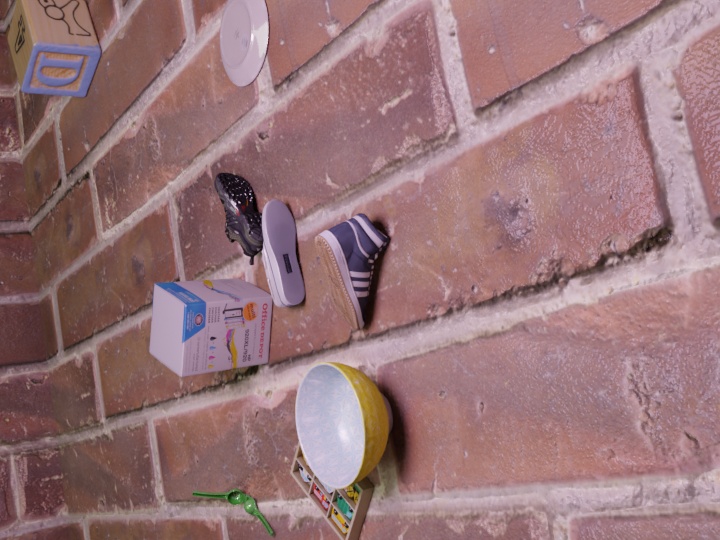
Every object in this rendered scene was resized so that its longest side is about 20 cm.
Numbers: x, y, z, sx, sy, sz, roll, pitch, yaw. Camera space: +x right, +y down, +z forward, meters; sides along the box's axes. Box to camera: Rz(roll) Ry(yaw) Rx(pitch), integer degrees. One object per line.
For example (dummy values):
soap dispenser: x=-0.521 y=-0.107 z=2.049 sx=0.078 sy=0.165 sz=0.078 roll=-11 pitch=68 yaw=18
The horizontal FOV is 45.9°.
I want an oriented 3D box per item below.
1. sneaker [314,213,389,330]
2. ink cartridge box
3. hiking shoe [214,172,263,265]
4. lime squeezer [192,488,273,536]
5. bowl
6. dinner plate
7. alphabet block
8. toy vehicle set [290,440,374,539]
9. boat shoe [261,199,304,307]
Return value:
sneaker: x=0.000 y=0.000 z=1.399 sx=0.070 sy=0.108 sz=0.202 roll=31 pitch=147 yaw=44
ink cartridge box: x=-0.295 y=0.108 z=1.685 sx=0.144 sy=0.198 sz=0.150 roll=22 pitch=110 yaw=48
hiking shoe: x=-0.253 y=-0.108 z=1.710 sx=0.101 sy=0.075 sz=0.201 roll=-56 pitch=52 yaw=35
lime squeezer: x=-0.250 y=0.490 z=1.779 sx=0.198 sy=0.070 sz=0.038 roll=22 pitch=95 yaw=19
bowl: x=-0.011 y=0.245 z=1.391 sx=0.199 sy=0.106 sz=0.204 roll=8 pitch=99 yaw=53
dinner plate: x=-0.242 y=-0.474 z=1.706 sx=0.199 sy=0.024 sz=0.204 roll=9 pitch=102 yaw=52
alphabet block: x=-0.862 y=-0.633 z=2.388 sx=0.197 sy=0.193 sz=0.202 roll=-47 pitch=57 yaw=42
toy vehicle set: x=-0.055 y=0.377 z=1.530 sx=0.200 sy=0.026 sz=0.126 roll=40 pitch=124 yaw=44
boat shoe: x=-0.159 y=-0.029 z=1.594 sx=0.065 sy=0.073 sz=0.203 roll=-16 pitch=80 yaw=48
